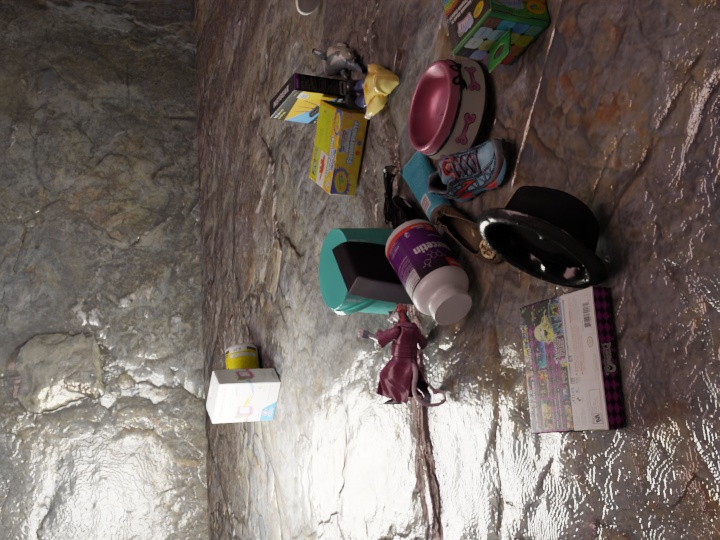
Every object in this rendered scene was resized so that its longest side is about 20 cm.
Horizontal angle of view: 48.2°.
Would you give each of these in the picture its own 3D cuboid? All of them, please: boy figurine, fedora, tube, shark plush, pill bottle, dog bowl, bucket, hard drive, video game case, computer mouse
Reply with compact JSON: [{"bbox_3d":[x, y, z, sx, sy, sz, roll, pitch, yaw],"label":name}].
[{"bbox_3d":[0.027,-0.411,1.838,0.200,0.063,0.127,-169,85,-68],"label":"boy figurine"},{"bbox_3d":[0.273,-0.059,1.170,0.092,0.200,0.200,-60,19,-17],"label":"fedora"},{"bbox_3d":[0.129,-0.171,1.612,0.077,0.050,0.201,-46,40,22],"label":"tube"},{"bbox_3d":[-0.034,-0.519,2.024,0.199,0.090,0.084,20,128,43],"label":"shark plush"},{"bbox_3d":[-0.378,0.347,2.611,0.109,0.108,0.203,130,136,-53],"label":"pill bottle"},{"bbox_3d":[0.156,-0.299,1.502,0.200,0.073,0.204,-170,90,-69],"label":"dog bowl"},{"bbox_3d":[0.000,0.000,1.775,0.207,0.133,0.211,-178,90,-65],"label":"bucket"},{"bbox_3d":[0.050,0.003,1.593,0.043,0.198,0.136,-57,39,34],"label":"hard drive"},{"bbox_3d":[0.130,0.004,1.507,0.201,0.111,0.113,60,141,41],"label":"pill bottle"},{"bbox_3d":[0.309,0.138,1.200,0.181,0.035,0.203,152,117,-63],"label":"video game case"},{"bbox_3d":[0.090,-0.143,1.689,0.200,0.045,0.143,-122,28,-66],"label":"computer mouse"}]

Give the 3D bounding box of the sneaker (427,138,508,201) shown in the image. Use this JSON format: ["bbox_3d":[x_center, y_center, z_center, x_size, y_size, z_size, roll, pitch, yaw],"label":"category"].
[{"bbox_3d":[0.186,-0.173,1.427,0.200,0.094,0.081,142,125,-59],"label":"sneaker"}]

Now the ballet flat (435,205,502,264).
[{"bbox_3d":[0.193,-0.068,1.452,0.200,0.046,0.068,46,127,51],"label":"ballet flat"}]

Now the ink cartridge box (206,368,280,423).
[{"bbox_3d":[-0.358,0.381,2.455,0.085,0.197,0.146,-128,46,-55],"label":"ink cartridge box"}]

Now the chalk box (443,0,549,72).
[{"bbox_3d":[0.224,-0.428,1.335,0.125,0.122,0.203,-38,55,58],"label":"chalk box"}]

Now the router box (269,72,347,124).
[{"bbox_3d":[-0.138,-0.445,2.100,0.200,0.147,0.052,155,115,-63],"label":"router box"}]

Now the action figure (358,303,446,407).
[{"bbox_3d":[0.082,0.164,1.585,0.148,0.132,0.204,179,91,-64],"label":"action figure"}]

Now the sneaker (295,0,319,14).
[{"bbox_3d":[-0.154,-0.801,2.266,0.115,0.073,0.203,171,110,-67],"label":"sneaker"}]

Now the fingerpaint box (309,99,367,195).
[{"bbox_3d":[-0.056,-0.306,1.997,0.167,0.072,0.203,-137,53,-60],"label":"fingerpaint box"}]
